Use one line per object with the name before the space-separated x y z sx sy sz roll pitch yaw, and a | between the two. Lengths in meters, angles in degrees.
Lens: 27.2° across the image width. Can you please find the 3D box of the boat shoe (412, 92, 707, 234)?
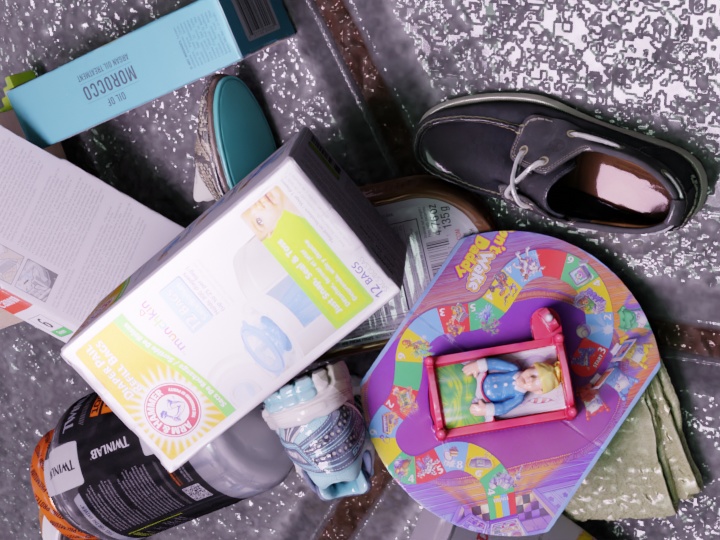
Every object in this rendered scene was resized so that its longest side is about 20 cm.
boat shoe | 0.121 -0.068 0.966 0.199 0.068 0.072 16 118 21

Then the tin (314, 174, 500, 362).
tin | 0.000 0.000 1.029 0.198 0.042 0.113 -12 102 7

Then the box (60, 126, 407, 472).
box | -0.079 0.018 0.968 0.200 0.101 0.113 -38 100 13

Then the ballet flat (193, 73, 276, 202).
ballet flat | -0.078 -0.041 1.078 0.075 0.068 0.201 -19 105 42

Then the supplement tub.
supplement tub | -0.155 0.137 1.152 0.199 0.122 0.123 -25 99 31

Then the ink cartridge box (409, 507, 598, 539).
ink cartridge box | 0.121 0.248 1.024 0.199 0.148 0.086 35 131 -6

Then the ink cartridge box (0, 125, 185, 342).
ink cartridge box | -0.217 -0.015 1.077 0.199 0.110 0.050 31 157 -22

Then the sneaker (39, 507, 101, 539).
sneaker | -0.217 0.276 1.286 0.084 0.073 0.201 16 131 57

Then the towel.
towel | 0.131 0.111 1.053 0.199 0.036 0.149 -10 107 28

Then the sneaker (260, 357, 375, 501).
sneaker | -0.026 0.121 1.042 0.077 0.200 0.087 -21 81 2

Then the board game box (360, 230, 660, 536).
board game box | 0.095 0.068 0.964 0.158 0.039 0.201 35 84 8

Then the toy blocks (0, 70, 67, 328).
toy blocks | -0.278 -0.037 1.166 0.136 0.100 0.201 -16 97 40

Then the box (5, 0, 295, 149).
box | -0.150 -0.147 1.056 0.199 0.082 0.049 -18 101 30
